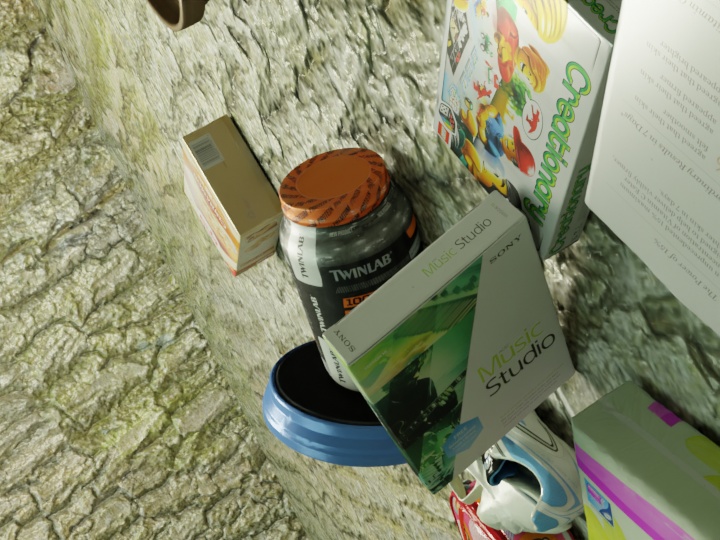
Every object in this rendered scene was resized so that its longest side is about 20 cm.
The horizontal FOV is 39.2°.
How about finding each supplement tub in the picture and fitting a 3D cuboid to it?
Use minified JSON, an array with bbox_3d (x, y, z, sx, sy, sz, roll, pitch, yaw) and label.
[{"bbox_3d":[0.000,0.000,0.913,0.122,0.122,0.202,40,154,52],"label":"supplement tub"}]

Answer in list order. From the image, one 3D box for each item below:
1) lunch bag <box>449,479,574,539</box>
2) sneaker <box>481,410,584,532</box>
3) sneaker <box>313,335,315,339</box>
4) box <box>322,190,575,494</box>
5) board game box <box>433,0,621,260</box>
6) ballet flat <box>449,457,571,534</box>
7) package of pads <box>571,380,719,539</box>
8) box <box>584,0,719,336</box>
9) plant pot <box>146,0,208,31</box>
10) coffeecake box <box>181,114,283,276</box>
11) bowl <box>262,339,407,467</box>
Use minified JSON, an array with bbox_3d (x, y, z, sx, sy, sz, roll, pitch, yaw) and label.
[{"bbox_3d":[0.159,0.298,1.009,0.176,0.081,0.202,42,154,58],"label":"lunch bag"},{"bbox_3d":[0.118,0.134,0.863,0.200,0.072,0.072,50,162,40],"label":"sneaker"},{"bbox_3d":[-0.016,0.057,1.124,0.202,0.086,0.074,66,165,-12],"label":"sneaker"},{"bbox_3d":[0.069,0.058,0.685,0.036,0.144,0.201,44,170,40],"label":"box"},{"bbox_3d":[0.096,-0.109,0.588,0.127,0.034,0.201,53,162,25],"label":"board game box"},{"bbox_3d":[0.124,0.199,0.937,0.200,0.069,0.070,43,156,59],"label":"ballet flat"},{"bbox_3d":[0.221,0.187,0.637,0.200,0.068,0.156,42,155,50],"label":"package of pads"},{"bbox_3d":[0.161,-0.070,0.339,0.125,0.097,0.201,51,160,32],"label":"box"},{"bbox_3d":[-0.176,-0.337,0.950,0.202,0.092,0.202,55,164,25],"label":"plant pot"},{"bbox_3d":[-0.178,-0.097,1.394,0.154,0.073,0.200,58,164,9],"label":"coffeecake box"},{"bbox_3d":[0.004,0.118,0.975,0.200,0.198,0.040,37,131,55],"label":"bowl"}]
